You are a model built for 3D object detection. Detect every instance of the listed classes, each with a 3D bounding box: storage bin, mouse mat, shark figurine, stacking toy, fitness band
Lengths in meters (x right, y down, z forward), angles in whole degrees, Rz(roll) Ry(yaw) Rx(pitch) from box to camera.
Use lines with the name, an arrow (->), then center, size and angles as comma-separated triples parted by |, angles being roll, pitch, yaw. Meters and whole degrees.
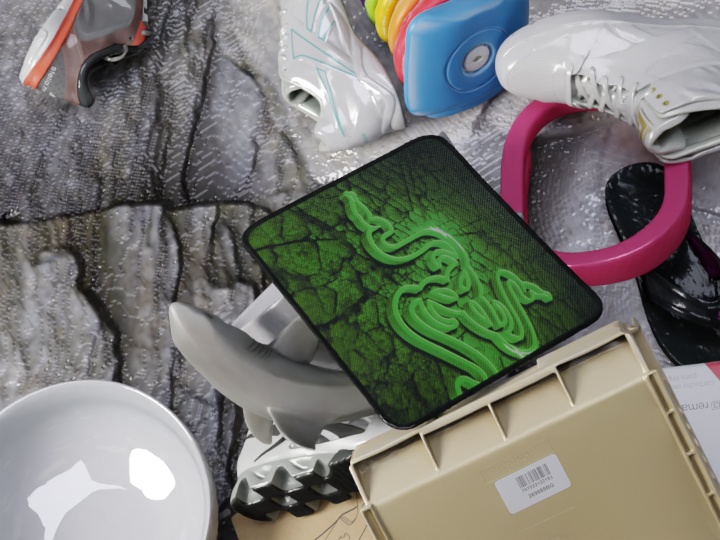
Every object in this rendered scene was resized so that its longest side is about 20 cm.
storage bin -> 0.121, 0.156, 1.012 | 0.200, 0.094, 0.199 | -26, 96, 9
mouse mat -> 0.036, 0.000, 1.042 | 0.161, 0.008, 0.200 | -29, 54, -16
shark figurine -> -0.013, 0.080, 1.058 | 0.214, 0.128, 0.090 | -3, 30, 2
stacking toy -> 0.039, -0.227, 1.332 | 0.116, 0.110, 0.200 | -26, 53, -20
fitness band -> 0.179, -0.072, 1.242 | 0.143, 0.037, 0.200 | -5, 47, 14

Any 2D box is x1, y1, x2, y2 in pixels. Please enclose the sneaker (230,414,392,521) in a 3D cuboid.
sneaker -> -0.002, 0.109, 1.135 | 0.200, 0.074, 0.089 | -14, 53, 24

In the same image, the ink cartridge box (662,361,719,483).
ink cartridge box -> 0.253, 0.169, 1.124 | 0.145, 0.083, 0.200 | -7, 66, 6

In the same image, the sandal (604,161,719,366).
sandal -> 0.238, 0.001, 1.221 | 0.075, 0.048, 0.201 | -24, 64, -3

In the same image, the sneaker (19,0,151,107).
sneaker -> -0.209, -0.220, 1.386 | 0.082, 0.077, 0.200 | 32, 73, -8

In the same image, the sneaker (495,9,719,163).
sneaker -> 0.198, -0.136, 1.226 | 0.200, 0.074, 0.116 | -2, 43, 11

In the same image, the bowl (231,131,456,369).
bowl -> 0.000, 0.000, 1.188 | 0.075, 0.200, 0.200 | 44, 74, -6

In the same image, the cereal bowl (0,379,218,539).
cereal bowl -> -0.195, 0.185, 1.182 | 0.200, 0.083, 0.200 | -3, 66, 7

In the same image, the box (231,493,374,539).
box -> 0.015, 0.185, 1.138 | 0.200, 0.021, 0.164 | -34, 48, 9

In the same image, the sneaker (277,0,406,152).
sneaker -> -0.039, -0.183, 1.333 | 0.080, 0.070, 0.200 | -28, 66, -2
